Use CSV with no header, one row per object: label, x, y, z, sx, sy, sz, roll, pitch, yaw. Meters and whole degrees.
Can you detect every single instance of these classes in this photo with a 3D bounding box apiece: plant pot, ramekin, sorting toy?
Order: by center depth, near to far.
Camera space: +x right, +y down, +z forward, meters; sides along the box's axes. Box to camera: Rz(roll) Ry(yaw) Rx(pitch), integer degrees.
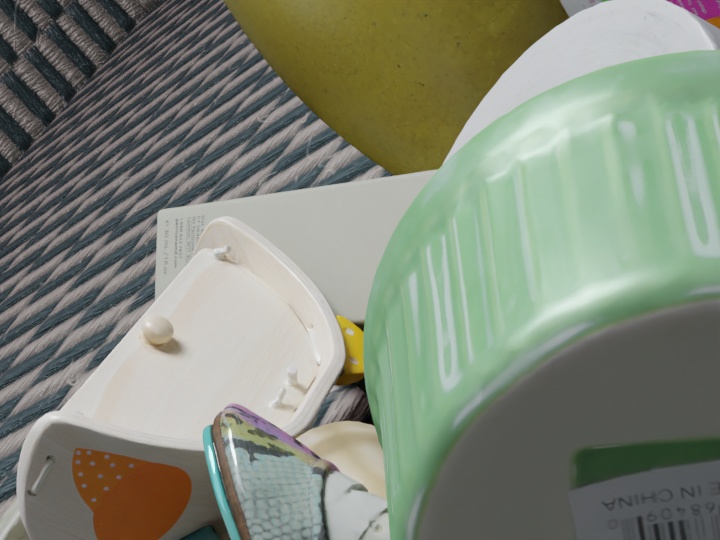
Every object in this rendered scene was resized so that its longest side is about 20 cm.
ramekin,0.098,0.050,0.478,0.200,0.200,0.098,-36,24,23
sorting toy,-0.083,0.105,0.793,0.181,0.106,0.200,-66,-5,30
plant pot,0.048,-0.122,0.876,0.199,0.143,0.200,-25,-11,-5

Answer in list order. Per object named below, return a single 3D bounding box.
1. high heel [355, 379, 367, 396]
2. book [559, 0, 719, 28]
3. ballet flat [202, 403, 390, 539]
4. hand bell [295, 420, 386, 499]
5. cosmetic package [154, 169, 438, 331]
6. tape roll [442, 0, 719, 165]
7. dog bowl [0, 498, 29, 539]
high heel,0.043,-0.022,0.992,0.200,0.071,0.143,-52,23,0
book,0.181,-0.115,0.742,0.199,0.134,0.048,-5,40,51
ballet flat,0.003,0.131,0.591,0.071,0.069,0.201,-23,65,13
hand bell,0.052,0.119,0.632,0.199,0.104,0.104,5,48,51
cosmetic package,0.000,0.000,0.874,0.199,0.103,0.074,-5,80,40
tape roll,0.099,-0.003,0.688,0.202,0.071,0.203,-39,38,40
dog bowl,-0.138,0.149,0.998,0.200,0.074,0.200,-40,16,14
